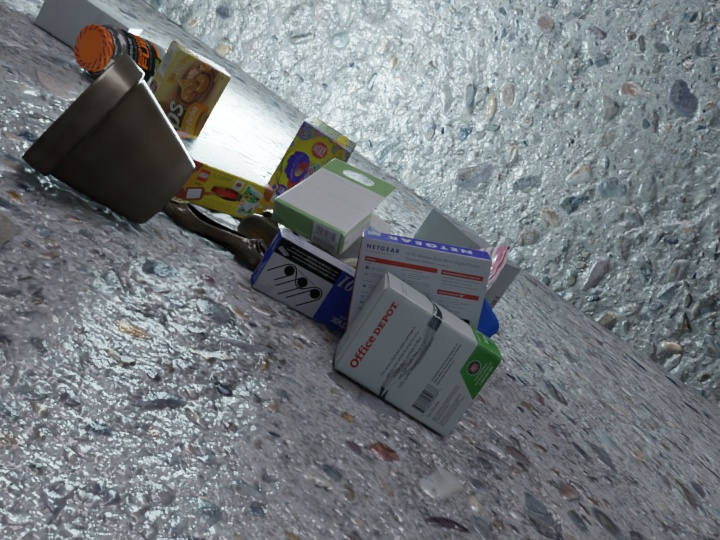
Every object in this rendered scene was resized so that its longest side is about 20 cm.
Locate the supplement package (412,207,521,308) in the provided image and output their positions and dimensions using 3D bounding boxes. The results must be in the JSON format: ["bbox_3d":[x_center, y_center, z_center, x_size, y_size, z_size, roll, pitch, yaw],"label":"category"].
[{"bbox_3d":[0.207,0.006,1.585,0.200,0.193,0.146,44,17,31],"label":"supplement package"}]

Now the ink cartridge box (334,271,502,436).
[{"bbox_3d":[0.079,0.119,1.028,0.198,0.148,0.083,33,13,-9],"label":"ink cartridge box"}]

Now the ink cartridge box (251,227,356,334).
[{"bbox_3d":[-0.063,0.024,1.115,0.198,0.095,0.044,30,14,-20],"label":"ink cartridge box"}]

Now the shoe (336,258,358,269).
[{"bbox_3d":[0.000,0.000,1.189,0.197,0.054,0.070,-2,-36,30],"label":"shoe"}]

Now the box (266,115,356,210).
[{"bbox_3d":[-0.113,-0.215,1.554,0.121,0.201,0.193,32,13,-6],"label":"box"}]

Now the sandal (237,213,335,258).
[{"bbox_3d":[-0.128,-0.031,1.174,0.198,0.081,0.054,32,1,15],"label":"sandal"}]

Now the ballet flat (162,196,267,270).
[{"bbox_3d":[-0.231,-0.069,1.133,0.198,0.047,0.067,33,14,-8],"label":"ballet flat"}]

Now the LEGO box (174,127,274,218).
[{"bbox_3d":[-0.280,-0.178,1.307,0.199,0.078,0.149,16,23,-52],"label":"LEGO box"}]

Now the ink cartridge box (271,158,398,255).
[{"bbox_3d":[-0.042,-0.118,1.249,0.144,0.049,0.200,27,38,17],"label":"ink cartridge box"}]

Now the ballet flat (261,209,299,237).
[{"bbox_3d":[-0.150,-0.060,1.293,0.062,0.070,0.200,0,22,-13],"label":"ballet flat"}]

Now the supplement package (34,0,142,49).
[{"bbox_3d":[-0.650,-0.586,1.708,0.198,0.118,0.118,33,15,-11],"label":"supplement package"}]

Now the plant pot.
[{"bbox_3d":[-0.332,-0.167,0.990,0.174,0.199,0.200,46,9,-24],"label":"plant pot"}]

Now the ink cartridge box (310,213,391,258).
[{"bbox_3d":[-0.023,-0.055,1.388,0.124,0.129,0.200,33,15,-3],"label":"ink cartridge box"}]

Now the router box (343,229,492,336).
[{"bbox_3d":[0.084,0.047,1.077,0.196,0.183,0.049,11,16,-2],"label":"router box"}]

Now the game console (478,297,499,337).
[{"bbox_3d":[0.107,0.084,1.219,0.172,0.199,0.118,59,-27,0],"label":"game console"}]

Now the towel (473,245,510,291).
[{"bbox_3d":[0.142,0.001,1.199,0.197,0.030,0.146,-4,27,32],"label":"towel"}]

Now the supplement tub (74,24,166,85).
[{"bbox_3d":[-0.532,-0.473,1.598,0.122,0.123,0.199,39,15,19],"label":"supplement tub"}]

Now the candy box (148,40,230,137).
[{"bbox_3d":[-0.344,-0.309,1.335,0.114,0.201,0.055,21,20,-40],"label":"candy box"}]
